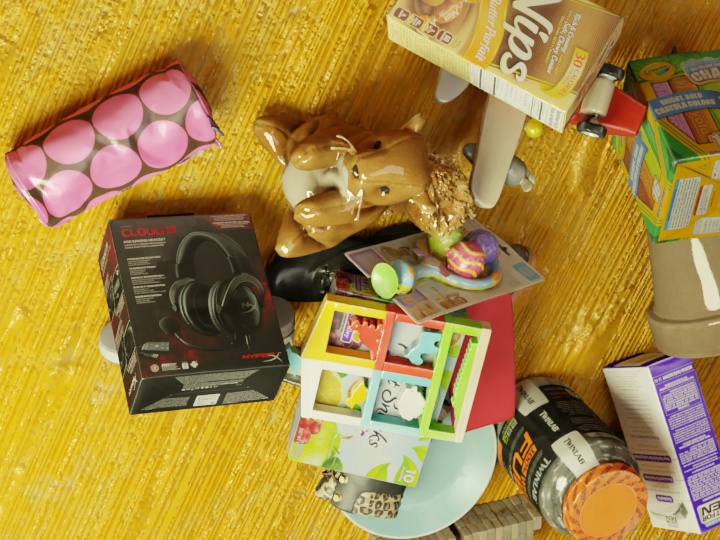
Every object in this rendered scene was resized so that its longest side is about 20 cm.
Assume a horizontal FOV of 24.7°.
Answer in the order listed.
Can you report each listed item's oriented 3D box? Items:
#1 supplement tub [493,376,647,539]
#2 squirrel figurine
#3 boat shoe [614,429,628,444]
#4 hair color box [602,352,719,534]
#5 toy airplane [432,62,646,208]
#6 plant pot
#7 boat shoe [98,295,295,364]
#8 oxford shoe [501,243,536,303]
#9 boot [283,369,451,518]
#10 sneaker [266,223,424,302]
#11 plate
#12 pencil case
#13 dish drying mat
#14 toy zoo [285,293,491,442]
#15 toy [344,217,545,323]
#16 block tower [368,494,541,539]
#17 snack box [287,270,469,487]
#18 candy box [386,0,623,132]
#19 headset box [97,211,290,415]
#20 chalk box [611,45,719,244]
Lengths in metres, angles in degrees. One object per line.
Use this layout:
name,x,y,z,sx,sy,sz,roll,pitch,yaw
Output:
supplement tub,0.232,0.215,1.840,0.122,0.200,0.123,-9,117,-18
squirrel figurine,0.022,-0.096,1.599,0.199,0.186,0.143,-1,82,-36
boat shoe,0.336,0.213,1.967,0.199,0.057,0.067,-16,119,-15
hair color box,0.357,0.196,1.890,0.064,0.109,0.201,-17,92,-20
toy airplane,0.165,-0.187,1.673,0.199,0.141,0.200,-28,84,2
plant pot,0.395,-0.023,1.822,0.199,0.200,0.175,-25,102,-10
boat shoe,-0.165,0.082,1.688,0.201,0.075,0.086,-10,134,-10
oxford shoe,0.101,0.028,1.773,0.200,0.071,0.073,-38,121,-1
boot,-0.015,0.178,1.777,0.199,0.073,0.151,17,102,-20
sneaker,0.000,0.000,1.705,0.199,0.091,0.076,-10,120,-17
plate,0.057,0.209,1.857,0.199,0.026,0.201,-5,110,-12
pencil case,-0.233,-0.115,1.557,0.199,0.091,0.094,-27,128,-6
dish drying mat,0.130,0.097,1.778,0.076,0.018,0.201,-16,133,-10
toy zoo,0.020,0.097,1.640,0.199,0.020,0.132,11,111,-7
toy,0.093,-0.016,1.676,0.199,0.115,0.047,-19,141,-41
block tower,0.112,0.319,1.927,0.199,0.054,0.058,-11,119,-17
snack box,0.016,0.113,1.688,0.141,0.053,0.201,12,112,-9
candy box,0.138,-0.234,1.584,0.116,0.199,0.055,-58,168,-13
headset box,-0.167,0.031,1.601,0.148,0.201,0.077,-3,149,-21
chalk box,0.341,-0.147,1.713,0.123,0.201,0.125,-8,138,-9
